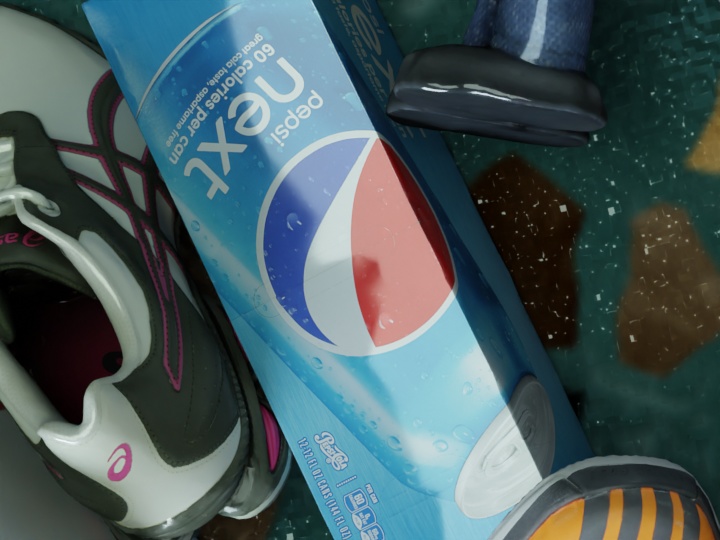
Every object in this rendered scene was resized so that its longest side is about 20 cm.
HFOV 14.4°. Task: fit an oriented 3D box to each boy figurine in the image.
[{"bbox_3d":[0.054,-0.136,0.762,0.064,0.124,0.200,9,87,-2],"label":"boy figurine"}]

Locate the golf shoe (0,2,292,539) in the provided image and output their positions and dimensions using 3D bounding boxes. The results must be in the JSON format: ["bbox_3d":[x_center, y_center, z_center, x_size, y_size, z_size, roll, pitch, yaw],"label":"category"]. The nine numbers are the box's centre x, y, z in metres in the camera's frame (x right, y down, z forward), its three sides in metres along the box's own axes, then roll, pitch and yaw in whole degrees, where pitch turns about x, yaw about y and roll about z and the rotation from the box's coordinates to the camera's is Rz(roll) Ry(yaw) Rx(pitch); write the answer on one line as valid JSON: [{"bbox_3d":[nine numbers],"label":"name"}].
[{"bbox_3d":[-0.088,-0.013,0.810,0.077,0.088,0.200,-39,59,8],"label":"golf shoe"}]

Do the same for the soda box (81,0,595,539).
[{"bbox_3d":[0.000,0.000,0.808,0.064,0.068,0.200,-28,83,16],"label":"soda box"}]

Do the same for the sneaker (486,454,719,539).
[{"bbox_3d":[0.063,0.153,0.741,0.077,0.112,0.200,2,119,-11],"label":"sneaker"}]

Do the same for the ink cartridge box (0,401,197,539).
[{"bbox_3d":[-0.152,0.131,0.817,0.200,0.147,0.083,-43,81,14],"label":"ink cartridge box"}]
